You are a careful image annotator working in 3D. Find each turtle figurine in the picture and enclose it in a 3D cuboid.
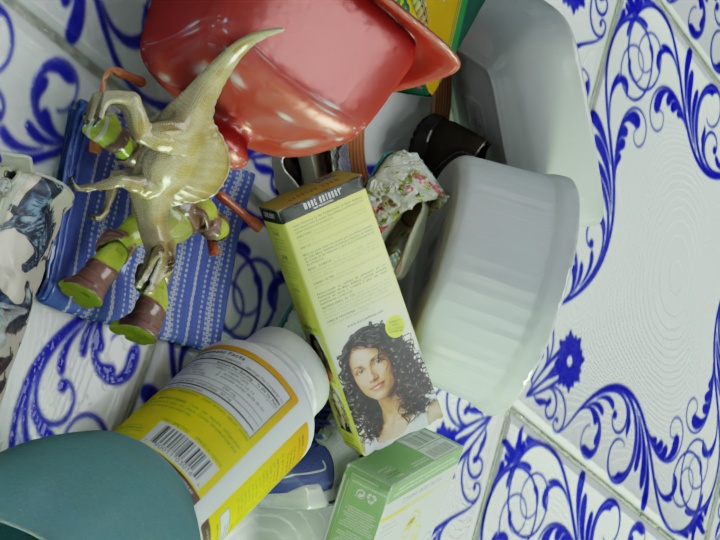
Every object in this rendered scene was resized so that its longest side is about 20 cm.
[{"bbox_3d":[-0.134,-0.033,1.241,0.200,0.064,0.163,48,58,-48],"label":"turtle figurine"}]

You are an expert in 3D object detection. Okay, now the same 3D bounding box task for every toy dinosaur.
[{"bbox_3d":[-0.127,-0.088,1.159,0.100,0.058,0.202,18,110,-19],"label":"toy dinosaur"}]

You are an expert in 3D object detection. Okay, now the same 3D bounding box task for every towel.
[{"bbox_3d":[-0.150,-0.027,1.287,0.199,0.024,0.147,21,77,-53],"label":"towel"}]

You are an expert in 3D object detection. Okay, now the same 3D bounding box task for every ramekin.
[{"bbox_3d":[0.093,0.006,1.433,0.097,0.200,0.203,18,74,-8],"label":"ramekin"}]

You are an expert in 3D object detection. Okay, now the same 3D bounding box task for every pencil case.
[{"bbox_3d":[-0.245,0.026,1.112,0.090,0.077,0.202,70,35,-68],"label":"pencil case"}]

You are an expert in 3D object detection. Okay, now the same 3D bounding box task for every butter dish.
[{"bbox_3d":[-0.069,-0.137,1.219,0.199,0.199,0.149,37,69,-26],"label":"butter dish"}]

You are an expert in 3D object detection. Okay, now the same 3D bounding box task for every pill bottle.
[{"bbox_3d":[-0.107,0.125,1.288,0.200,0.108,0.110,-42,126,-44],"label":"pill bottle"}]

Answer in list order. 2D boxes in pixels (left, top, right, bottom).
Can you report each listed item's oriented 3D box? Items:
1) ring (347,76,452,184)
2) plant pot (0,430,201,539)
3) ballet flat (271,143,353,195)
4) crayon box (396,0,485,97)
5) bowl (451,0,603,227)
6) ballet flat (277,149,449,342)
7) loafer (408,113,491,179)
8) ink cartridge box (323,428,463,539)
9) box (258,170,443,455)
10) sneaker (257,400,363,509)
[{"bbox_3d":[0.027,-0.129,1.502,0.200,0.019,0.203,-34,129,-55],"label":"ring"},{"bbox_3d":[-0.178,0.181,1.131,0.135,0.198,0.202,-57,135,-45],"label":"plant pot"},{"bbox_3d":[-0.047,-0.113,1.384,0.072,0.071,0.202,-37,121,-46],"label":"ballet flat"},{"bbox_3d":[0.025,-0.245,1.370,0.119,0.058,0.201,-61,143,-25],"label":"crayon box"},{"bbox_3d":[0.134,-0.140,1.560,0.074,0.200,0.202,-16,112,-12],"label":"bowl"},{"bbox_3d":[0.000,0.000,1.396,0.201,0.064,0.075,-59,159,8],"label":"ballet flat"},{"bbox_3d":[0.082,-0.035,1.549,0.073,0.071,0.202,-45,138,-47],"label":"loafer"},{"bbox_3d":[0.006,0.234,1.426,0.145,0.048,0.202,-17,127,-64],"label":"ink cartridge box"},{"bbox_3d":[-0.006,0.032,1.343,0.075,0.050,0.202,-25,104,-17],"label":"box"},{"bbox_3d":[-0.028,0.113,1.433,0.199,0.080,0.117,-25,110,-58],"label":"sneaker"}]
